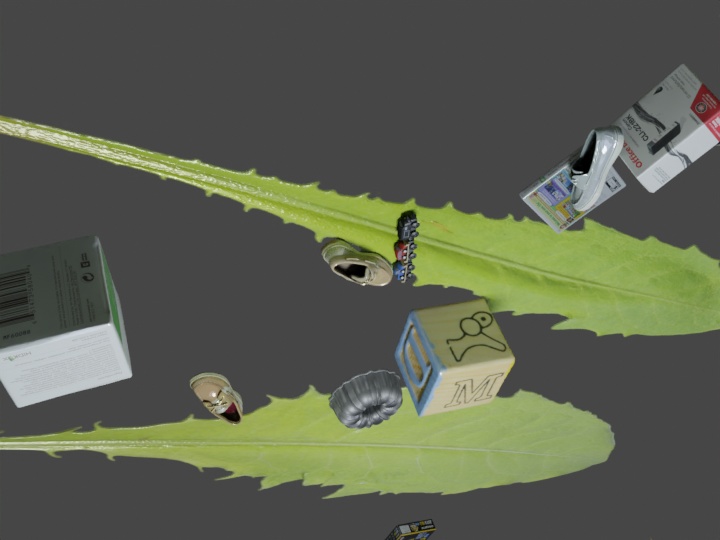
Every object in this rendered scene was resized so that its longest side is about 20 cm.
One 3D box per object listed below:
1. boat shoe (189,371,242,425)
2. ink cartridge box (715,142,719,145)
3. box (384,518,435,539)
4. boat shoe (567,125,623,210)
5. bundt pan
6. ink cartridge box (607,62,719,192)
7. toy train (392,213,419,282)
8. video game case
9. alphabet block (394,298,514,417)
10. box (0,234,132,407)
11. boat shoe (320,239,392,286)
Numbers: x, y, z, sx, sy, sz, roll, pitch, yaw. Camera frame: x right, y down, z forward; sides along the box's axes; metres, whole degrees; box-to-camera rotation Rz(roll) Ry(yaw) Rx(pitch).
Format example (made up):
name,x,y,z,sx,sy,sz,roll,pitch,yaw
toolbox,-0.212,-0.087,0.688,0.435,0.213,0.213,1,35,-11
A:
name,x,y,z,sx,sy,sz,roll,pitch,yaw
boat shoe,-0.320,0.294,1.820,0.074,0.067,0.200,-29,144,7
ink cartridge box,0.748,-0.285,1.609,0.198,0.041,0.200,-18,-177,-8
box,0.175,1.021,3.038,0.159,0.050,0.200,-1,138,-31
boat shoe,0.450,-0.204,1.587,0.071,0.070,0.202,1,135,-15
bundt pan,0.022,0.344,2.068,0.201,0.076,0.202,-15,144,-11
ink cartridge box,0.592,-0.273,1.542,0.200,0.145,0.084,-42,138,24
toy train,0.092,-0.042,1.651,0.045,0.034,0.201,-12,142,-10
video game case,0.453,-0.173,1.697,0.182,0.022,0.200,-38,143,18
alphabet block,0.219,0.206,1.905,0.199,0.196,0.197,-7,143,-20
box,-0.507,0.084,1.335,0.199,0.200,0.172,-13,144,-14
boat shoe,0.000,0.000,1.626,0.072,0.065,0.200,-39,141,21
